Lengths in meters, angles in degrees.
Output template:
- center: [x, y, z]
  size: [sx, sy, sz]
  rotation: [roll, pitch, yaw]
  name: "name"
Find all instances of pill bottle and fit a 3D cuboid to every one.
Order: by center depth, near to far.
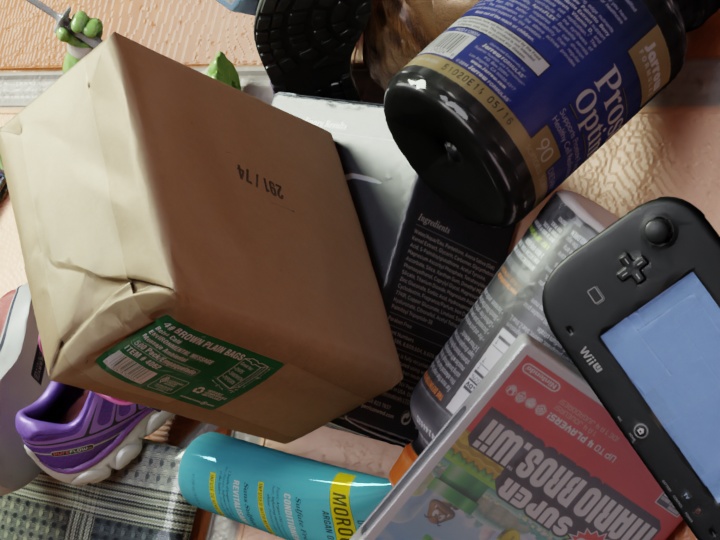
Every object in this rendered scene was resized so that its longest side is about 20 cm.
- center: [0.099, 0.061, 1.313]
  size: [0.200, 0.106, 0.106]
  rotation: [-54, 47, 11]
  name: "pill bottle"
- center: [0.118, -0.126, 1.324]
  size: [0.200, 0.112, 0.112]
  rotation: [-42, 43, -18]
  name: "pill bottle"

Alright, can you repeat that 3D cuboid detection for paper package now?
- center: [-0.090, -0.013, 1.301]
  size: [0.103, 0.200, 0.191]
  rotation: [-35, 55, 27]
  name: "paper package"

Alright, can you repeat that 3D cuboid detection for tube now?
- center: [-0.032, 0.147, 1.434]
  size: [0.200, 0.077, 0.050]
  rotation: [12, 38, 43]
  name: "tube"

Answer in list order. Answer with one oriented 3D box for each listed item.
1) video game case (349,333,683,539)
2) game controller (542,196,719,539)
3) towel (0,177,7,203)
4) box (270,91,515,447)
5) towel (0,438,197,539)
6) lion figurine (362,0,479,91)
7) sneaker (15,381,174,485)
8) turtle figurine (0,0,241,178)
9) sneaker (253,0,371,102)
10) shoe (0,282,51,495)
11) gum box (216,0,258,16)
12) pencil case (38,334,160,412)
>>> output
- center: [0.085, 0.149, 1.277]
  size: [0.200, 0.143, 0.017]
  rotation: [-51, 17, 14]
  name: "video game case"
- center: [0.186, 0.062, 1.218]
  size: [0.104, 0.042, 0.200]
  rotation: [-36, 84, 7]
  name: "game controller"
- center: [-0.360, -0.030, 1.812]
  size: [0.147, 0.022, 0.200]
  rotation: [41, 102, 42]
  name: "towel"
- center: [0.000, 0.000, 1.426]
  size: [0.148, 0.104, 0.200]
  rotation: [12, 81, 44]
  name: "box"
- center: [-0.197, 0.202, 1.577]
  size: [0.200, 0.035, 0.193]
  rotation: [7, 82, 40]
  name: "towel"
- center: [0.082, -0.176, 1.443]
  size: [0.200, 0.072, 0.123]
  rotation: [-2, 106, 34]
  name: "lion figurine"
- center: [-0.148, 0.058, 1.531]
  size: [0.200, 0.083, 0.081]
  rotation: [-46, 44, -6]
  name: "sneaker"
- center: [-0.193, -0.109, 1.593]
  size: [0.194, 0.200, 0.144]
  rotation: [-4, 36, 17]
  name: "turtle figurine"
- center: [-0.039, -0.165, 1.478]
  size: [0.076, 0.200, 0.088]
  rotation: [-9, 55, -8]
  name: "sneaker"
- center: [-0.268, 0.092, 1.609]
  size: [0.091, 0.071, 0.200]
  rotation: [-20, 35, 22]
  name: "shoe"
- center: [-0.039, -0.248, 1.501]
  size: [0.045, 0.200, 0.170]
  rotation: [36, 96, 0]
  name: "gum box"
- center: [-0.118, -0.004, 1.473]
  size: [0.200, 0.091, 0.094]
  rotation: [-57, 9, -33]
  name: "pencil case"
